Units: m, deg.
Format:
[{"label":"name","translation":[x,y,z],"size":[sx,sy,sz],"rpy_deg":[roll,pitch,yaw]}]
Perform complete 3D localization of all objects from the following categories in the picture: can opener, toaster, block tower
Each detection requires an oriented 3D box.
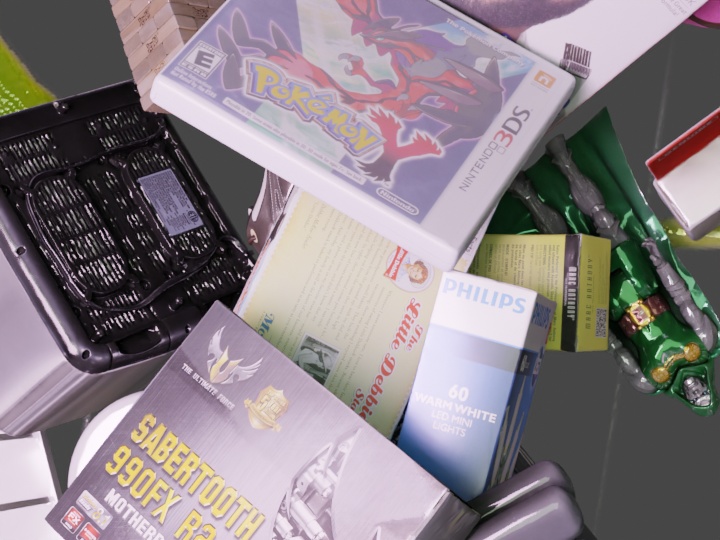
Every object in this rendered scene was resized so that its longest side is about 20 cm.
[{"label":"can opener","translation":[0.036,0.179,1.104],"size":[0.199,0.053,0.067],"rpy_deg":[-30,114,9]},{"label":"toaster","translation":[-0.172,-0.005,1.299],"size":[0.119,0.180,0.201],"rpy_deg":[-39,80,42]},{"label":"block tower","translation":[-0.135,-0.201,1.345],"size":[0.054,0.058,0.201],"rpy_deg":[-36,64,36]}]

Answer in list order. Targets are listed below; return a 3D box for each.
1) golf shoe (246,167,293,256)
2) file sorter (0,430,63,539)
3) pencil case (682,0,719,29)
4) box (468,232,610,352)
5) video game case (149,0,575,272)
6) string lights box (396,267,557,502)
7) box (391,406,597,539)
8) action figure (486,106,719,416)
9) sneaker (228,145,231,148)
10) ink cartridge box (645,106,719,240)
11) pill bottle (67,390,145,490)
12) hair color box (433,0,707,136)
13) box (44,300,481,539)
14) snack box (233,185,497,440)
[{"label":"golf shoe","translation":[-0.026,-0.005,1.290],"size":[0.094,0.077,0.202],"rpy_deg":[-5,81,51]},{"label":"file sorter","translation":[-0.280,0.172,1.351],"size":[0.138,0.124,0.201],"rpy_deg":[-17,85,10]},{"label":"pencil case","translation":[0.190,-0.200,1.299],"size":[0.198,0.091,0.094],"rpy_deg":[12,125,13]},{"label":"box","translation":[0.058,0.013,1.300],"size":[0.199,0.050,0.076],"rpy_deg":[0,86,29]},{"label":"video game case","translation":[0.006,-0.107,1.193],"size":[0.199,0.182,0.023],"rpy_deg":[30,137,7]},{"label":"string lights box","translation":[0.056,0.105,1.174],"size":[0.059,0.103,0.202],"rpy_deg":[15,89,13]},{"label":"box","translation":[0.074,0.164,1.282],"size":[0.106,0.122,0.200],"rpy_deg":[-40,81,6]},{"label":"action figure","translation":[0.167,0.009,1.307],"size":[0.118,0.055,0.201],"rpy_deg":[-39,80,15]},{"label":"sneaker","translation":[-0.037,-0.172,1.359],"size":[0.081,0.070,0.202],"rpy_deg":[10,86,-14]},{"label":"ink cartridge box","translation":[0.267,-0.097,1.230],"size":[0.199,0.174,0.044],"rpy_deg":[-36,81,8]},{"label":"pill bottle","translation":[-0.099,0.129,1.278],"size":[0.113,0.200,0.115],"rpy_deg":[0,88,11]},{"label":"hair color box","translation":[0.117,-0.160,1.263],"size":[0.111,0.064,0.200],"rpy_deg":[45,125,-7]},{"label":"box","translation":[-0.056,0.133,1.100],"size":[0.200,0.048,0.159],"rpy_deg":[37,88,36]},{"label":"snack box","translation":[0.000,0.000,1.220],"size":[0.116,0.037,0.201],"rpy_deg":[27,80,-8]}]
